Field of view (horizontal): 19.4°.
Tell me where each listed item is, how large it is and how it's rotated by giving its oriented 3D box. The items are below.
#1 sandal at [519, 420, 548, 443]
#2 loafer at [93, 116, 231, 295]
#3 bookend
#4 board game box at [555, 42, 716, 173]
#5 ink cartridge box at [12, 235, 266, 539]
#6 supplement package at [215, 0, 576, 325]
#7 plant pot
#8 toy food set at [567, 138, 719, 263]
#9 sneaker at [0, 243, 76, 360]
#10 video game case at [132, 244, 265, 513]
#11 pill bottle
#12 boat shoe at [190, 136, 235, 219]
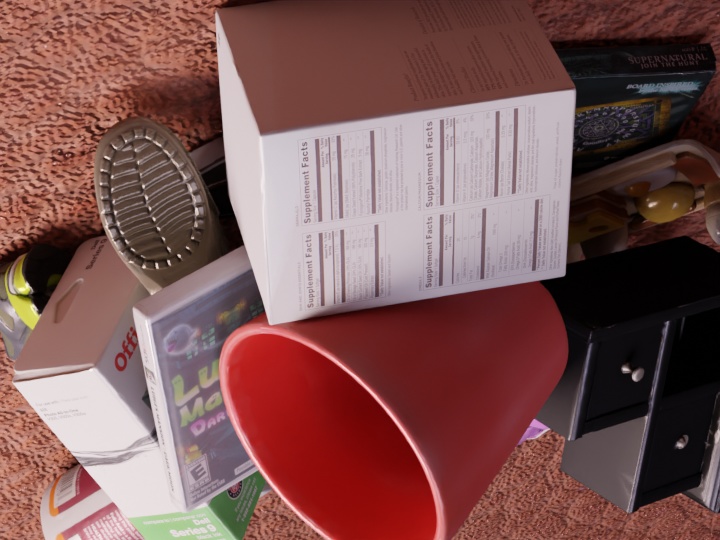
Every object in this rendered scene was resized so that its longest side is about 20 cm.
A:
[{"bbox_3d":[0.121,0.118,1.687,0.202,0.050,0.082,-13,164,29],"label":"sandal"},{"bbox_3d":[-0.132,-0.024,1.463,0.075,0.068,0.201,-22,120,-2],"label":"loafer"},{"bbox_3d":[0.190,0.095,1.555,0.199,0.092,0.200,-12,120,-39],"label":"bookend"},{"bbox_3d":[0.145,-0.114,1.532,0.199,0.028,0.135,-4,151,-19],"label":"board game box"},{"bbox_3d":[-0.147,0.089,1.550,0.084,0.146,0.200,-10,131,33],"label":"ink cartridge box"},{"bbox_3d":[0.020,-0.082,1.361,0.199,0.152,0.151,-9,129,-10],"label":"supplement package"},{"bbox_3d":[0.034,0.073,1.430,0.177,0.200,0.201,-38,166,-33],"label":"plant pot"},{"bbox_3d":[0.218,-0.036,1.635,0.199,0.061,0.143,-20,160,28],"label":"toy food set"},{"bbox_3d":[-0.220,0.055,1.601,0.081,0.074,0.200,-6,135,33],"label":"sneaker"},{"bbox_3d":[-0.060,0.055,1.476,0.199,0.023,0.183,-29,133,-26],"label":"video game case"},{"bbox_3d":[-0.173,0.190,1.836,0.199,0.115,0.114,-31,148,28],"label":"pill bottle"},{"bbox_3d":[-0.049,-0.069,1.493,0.199,0.057,0.069,-19,151,6],"label":"boat shoe"}]
